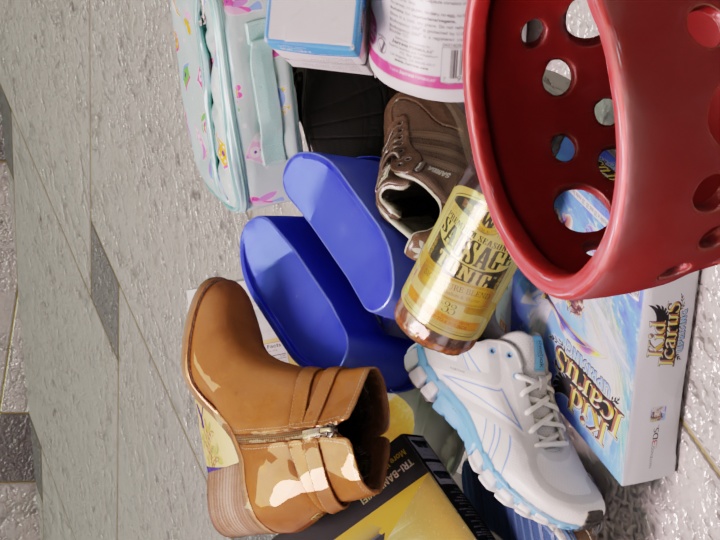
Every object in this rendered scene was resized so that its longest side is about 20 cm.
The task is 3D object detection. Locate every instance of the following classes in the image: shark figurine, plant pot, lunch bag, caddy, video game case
[{"bbox_3d":[0.042,0.126,1.525,0.216,0.089,0.128,-63,-5,13],"label":"shark figurine"},{"bbox_3d":[0.169,-0.098,1.039,0.200,0.181,0.202,168,90,-70],"label":"plant pot"},{"bbox_3d":[-0.100,-0.154,1.601,0.160,0.076,0.202,-131,31,-67],"label":"lunch bag"},{"bbox_3d":[0.000,0.000,1.508,0.142,0.104,0.201,-54,51,25],"label":"caddy"},{"bbox_3d":[0.155,0.014,1.346,0.200,0.045,0.183,-128,32,-52],"label":"video game case"}]

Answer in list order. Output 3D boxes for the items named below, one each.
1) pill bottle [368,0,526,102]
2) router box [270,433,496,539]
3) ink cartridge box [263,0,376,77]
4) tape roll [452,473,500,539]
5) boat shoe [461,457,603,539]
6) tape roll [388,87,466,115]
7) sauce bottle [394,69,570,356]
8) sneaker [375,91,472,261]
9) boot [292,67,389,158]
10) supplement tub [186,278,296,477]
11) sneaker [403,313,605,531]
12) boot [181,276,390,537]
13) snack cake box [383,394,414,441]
[{"bbox_3d":[0.064,-0.229,1.370,0.114,0.112,0.202,-127,33,-51],"label":"pill bottle"},{"bbox_3d":[0.007,0.240,1.435,0.158,0.200,0.052,53,-168,17],"label":"router box"},{"bbox_3d":[-0.021,-0.208,1.452,0.200,0.067,0.117,10,-94,-84],"label":"ink cartridge box"},{"bbox_3d":[0.038,0.242,1.537,0.037,0.201,0.204,97,154,-51],"label":"tape roll"},{"bbox_3d":[0.135,0.168,1.435,0.200,0.072,0.073,-141,40,-69],"label":"boat shoe"},{"bbox_3d":[0.038,-0.152,1.600,0.203,0.037,0.205,170,90,-71],"label":"tape roll"},{"bbox_3d":[0.087,-0.039,1.316,0.066,0.066,0.201,56,131,47],"label":"sauce bottle"},{"bbox_3d":[0.043,-0.073,1.445,0.201,0.075,0.071,-118,40,-48],"label":"sneaker"},{"bbox_3d":[-0.035,-0.157,1.650,0.154,0.073,0.206,166,94,-75],"label":"boot"},{"bbox_3d":[-0.093,0.107,1.940,0.145,0.144,0.202,173,87,-71],"label":"supplement tub"},{"bbox_3d":[0.107,0.091,1.363,0.200,0.075,0.087,50,121,33],"label":"sneaker"},{"bbox_3d":[-0.052,0.085,1.424,0.155,0.076,0.202,-21,63,41],"label":"boot"},{"bbox_3d":[0.018,0.058,1.648,0.067,0.114,0.202,-170,70,-69],"label":"snack cake box"}]
